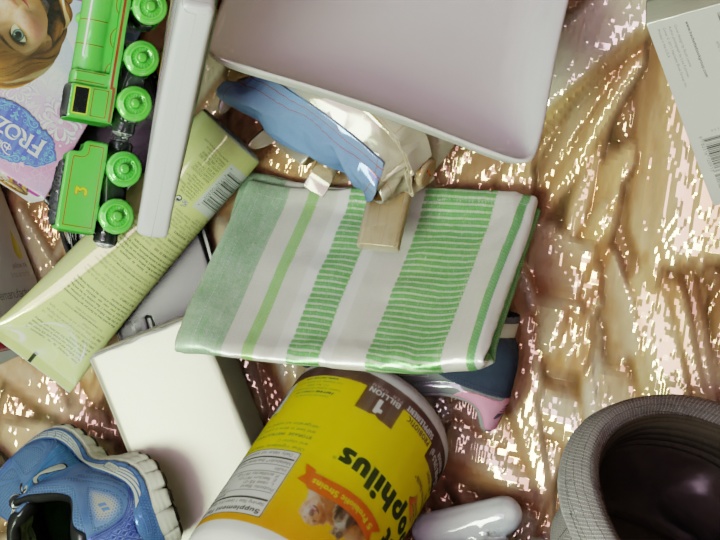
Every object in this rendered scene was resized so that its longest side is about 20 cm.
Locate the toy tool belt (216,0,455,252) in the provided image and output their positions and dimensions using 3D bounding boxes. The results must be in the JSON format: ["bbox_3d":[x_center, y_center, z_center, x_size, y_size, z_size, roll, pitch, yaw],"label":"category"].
[{"bbox_3d":[-0.033,-0.106,1.298,0.199,0.125,0.123,32,94,14],"label":"toy tool belt"}]

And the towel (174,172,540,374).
[{"bbox_3d":[0.000,0.000,1.293,0.199,0.153,0.023,5,138,18],"label":"towel"}]

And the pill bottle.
[{"bbox_3d":[-0.033,0.154,1.247,0.109,0.200,0.110,20,140,18],"label":"pill bottle"}]

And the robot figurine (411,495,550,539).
[{"bbox_3d":[0.071,0.225,1.285,0.199,0.113,0.171,-8,75,19],"label":"robot figurine"}]

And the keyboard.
[{"bbox_3d":[-0.160,-0.045,1.392,0.103,0.040,0.201,-16,92,3],"label":"keyboard"}]

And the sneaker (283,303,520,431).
[{"bbox_3d":[0.002,0.059,1.322,0.199,0.070,0.083,4,96,21],"label":"sneaker"}]

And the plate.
[{"bbox_3d":[0.023,-0.161,1.244,0.198,0.032,0.201,18,54,-3],"label":"plate"}]

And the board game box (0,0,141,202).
[{"bbox_3d":[-0.237,-0.179,1.313,0.199,0.041,0.200,32,78,-19],"label":"board game box"}]

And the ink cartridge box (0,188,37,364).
[{"bbox_3d":[-0.297,-0.027,1.373,0.083,0.145,0.201,-23,86,19],"label":"ink cartridge box"}]

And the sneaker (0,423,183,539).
[{"bbox_3d":[-0.196,0.150,1.330,0.200,0.089,0.079,-2,107,58],"label":"sneaker"}]

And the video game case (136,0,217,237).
[{"bbox_3d":[-0.099,-0.150,1.210,0.022,0.200,0.183,9,52,-7],"label":"video game case"}]

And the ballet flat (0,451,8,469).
[{"bbox_3d":[-0.307,0.205,1.441,0.067,0.046,0.200,39,103,11],"label":"ballet flat"}]

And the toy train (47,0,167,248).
[{"bbox_3d":[-0.158,-0.115,1.304,0.056,0.042,0.201,9,86,-13],"label":"toy train"}]

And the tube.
[{"bbox_3d":[-0.150,-0.015,1.347,0.058,0.052,0.200,41,92,6],"label":"tube"}]

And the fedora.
[{"bbox_3d":[0.191,0.165,1.233,0.090,0.199,0.178,-54,41,44],"label":"fedora"}]

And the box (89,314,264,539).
[{"bbox_3d":[-0.097,0.130,1.344,0.082,0.068,0.201,-20,91,8],"label":"box"}]

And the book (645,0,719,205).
[{"bbox_3d":[0.280,-0.122,1.208,0.199,0.048,0.134,-16,120,17],"label":"book"}]
